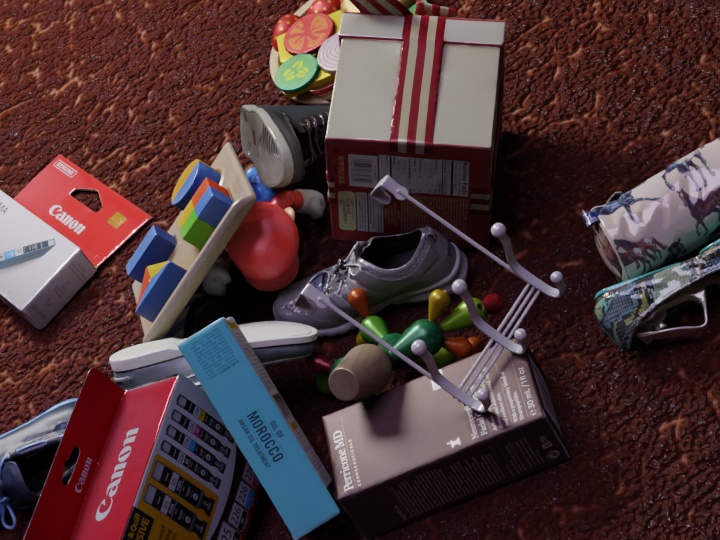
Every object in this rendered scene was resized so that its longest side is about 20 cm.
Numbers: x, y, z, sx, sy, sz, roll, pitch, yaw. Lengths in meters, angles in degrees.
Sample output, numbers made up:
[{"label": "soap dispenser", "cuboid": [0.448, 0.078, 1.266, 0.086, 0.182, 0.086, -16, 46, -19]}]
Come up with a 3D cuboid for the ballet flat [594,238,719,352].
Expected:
[{"label": "ballet flat", "cuboid": [0.307, 0.015, 1.639, 0.199, 0.074, 0.074, -27, 45, 9]}]

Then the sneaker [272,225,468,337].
[{"label": "sneaker", "cuboid": [0.000, 0.000, 1.794, 0.199, 0.082, 0.075, -20, 46, 16]}]

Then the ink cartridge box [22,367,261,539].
[{"label": "ink cartridge box", "cuboid": [-0.186, 0.203, 1.651, 0.084, 0.175, 0.201, -18, 44, 40]}]

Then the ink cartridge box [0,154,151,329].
[{"label": "ink cartridge box", "cuboid": [-0.355, -0.046, 2.057, 0.176, 0.045, 0.200, -47, 47, -12]}]

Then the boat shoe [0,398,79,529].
[{"label": "boat shoe", "cuboid": [-0.338, 0.196, 1.813, 0.200, 0.084, 0.069, -40, 34, -4]}]

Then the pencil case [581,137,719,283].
[{"label": "pencil case", "cuboid": [0.302, -0.070, 1.692, 0.199, 0.078, 0.090, -31, 64, 2]}]

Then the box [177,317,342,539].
[{"label": "box", "cuboid": [-0.087, 0.138, 1.648, 0.049, 0.082, 0.201, -31, 87, 2]}]

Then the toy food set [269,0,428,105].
[{"label": "toy food set", "cuboid": [-0.012, -0.261, 2.048, 0.199, 0.049, 0.199, -21, 46, 11]}]

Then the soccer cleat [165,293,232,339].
[{"label": "soccer cleat", "cuboid": [-0.191, 0.115, 1.826, 0.086, 0.070, 0.201, -12, 46, 49]}]

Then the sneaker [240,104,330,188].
[{"label": "sneaker", "cuboid": [-0.058, -0.137, 1.895, 0.106, 0.075, 0.200, -6, 19, -11]}]

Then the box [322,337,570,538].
[{"label": "box", "cuboid": [0.074, 0.147, 1.640, 0.199, 0.075, 0.100, -25, 45, 11]}]

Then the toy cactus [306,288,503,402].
[{"label": "toy cactus", "cuboid": [0.022, 0.070, 1.687, 0.199, 0.103, 0.165, -14, 7, 30]}]

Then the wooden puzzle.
[{"label": "wooden puzzle", "cuboid": [-0.178, -0.032, 1.839, 0.186, 0.046, 0.200, -56, 17, 11]}]

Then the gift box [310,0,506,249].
[{"label": "gift box", "cuboid": [0.043, -0.150, 1.797, 0.199, 0.185, 0.187, 8, 54, 2]}]

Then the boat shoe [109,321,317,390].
[{"label": "boat shoe", "cuboid": [-0.134, 0.091, 1.737, 0.199, 0.062, 0.073, -9, 11, 6]}]

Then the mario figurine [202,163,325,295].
[{"label": "mario figurine", "cuboid": [-0.099, -0.030, 1.877, 0.124, 0.106, 0.200, -62, 19, 16]}]

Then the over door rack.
[{"label": "over door rack", "cuboid": [0.061, 0.014, 1.616, 0.199, 0.067, 0.148, 30, 65, 13]}]
